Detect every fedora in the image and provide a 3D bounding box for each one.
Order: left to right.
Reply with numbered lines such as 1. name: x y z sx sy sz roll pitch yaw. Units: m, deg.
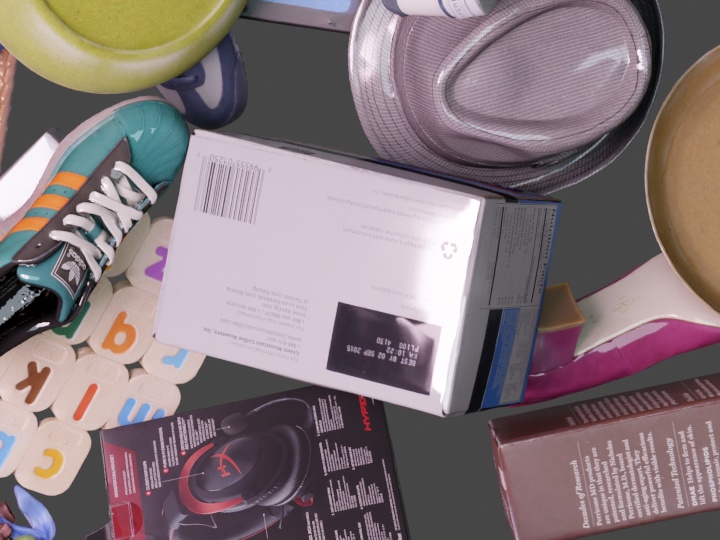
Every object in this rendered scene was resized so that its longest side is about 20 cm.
1. fedora: 0.098 -0.123 1.736 0.199 0.090 0.178 -9 103 -8

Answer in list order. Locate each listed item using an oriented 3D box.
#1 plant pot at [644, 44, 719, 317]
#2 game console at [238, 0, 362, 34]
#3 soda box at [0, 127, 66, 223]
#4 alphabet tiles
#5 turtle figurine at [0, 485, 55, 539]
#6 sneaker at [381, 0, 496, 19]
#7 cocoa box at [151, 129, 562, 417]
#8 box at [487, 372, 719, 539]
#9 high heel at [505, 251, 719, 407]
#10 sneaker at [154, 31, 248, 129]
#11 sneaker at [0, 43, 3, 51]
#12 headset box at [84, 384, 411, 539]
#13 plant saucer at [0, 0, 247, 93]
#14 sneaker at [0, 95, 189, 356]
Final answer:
1. plant pot: 0.271 -0.051 1.769 0.199 0.027 0.201 1 79 -7
2. game console: -0.062 -0.243 1.727 0.199 0.176 0.117 8 67 -2
3. soda box: -0.238 0.005 1.772 0.068 0.064 0.200 45 93 -5
4. alphabet tiles: -0.189 0.039 1.750 0.199 0.015 0.196 22 103 -32
5. turtle figurine: -0.295 0.196 1.736 0.193 0.144 0.201 5 53 16
6. sneaker: 0.061 -0.225 1.707 0.070 0.200 0.073 0 130 23
7. cocoa box: 0.000 0.000 1.707 0.199 0.131 0.134 13 97 24
8. box: 0.184 0.113 1.770 0.199 0.100 0.075 -10 96 1
9. high heel: 0.179 0.042 1.798 0.199 0.096 0.068 -13 57 -19
10. sneaker: -0.138 -0.158 1.724 0.070 0.082 0.201 -11 119 35
11. sneaker: -0.227 -0.207 1.743 0.075 0.078 0.201 24 95 -2
12. headset box: -0.071 0.159 1.745 0.199 0.075 0.149 -12 51 0
13. plant saucer: -0.136 -0.201 1.657 0.199 0.031 0.201 -7 104 -29
14. sneaker: -0.169 -0.015 1.674 0.200 0.080 0.071 -45 124 -1
